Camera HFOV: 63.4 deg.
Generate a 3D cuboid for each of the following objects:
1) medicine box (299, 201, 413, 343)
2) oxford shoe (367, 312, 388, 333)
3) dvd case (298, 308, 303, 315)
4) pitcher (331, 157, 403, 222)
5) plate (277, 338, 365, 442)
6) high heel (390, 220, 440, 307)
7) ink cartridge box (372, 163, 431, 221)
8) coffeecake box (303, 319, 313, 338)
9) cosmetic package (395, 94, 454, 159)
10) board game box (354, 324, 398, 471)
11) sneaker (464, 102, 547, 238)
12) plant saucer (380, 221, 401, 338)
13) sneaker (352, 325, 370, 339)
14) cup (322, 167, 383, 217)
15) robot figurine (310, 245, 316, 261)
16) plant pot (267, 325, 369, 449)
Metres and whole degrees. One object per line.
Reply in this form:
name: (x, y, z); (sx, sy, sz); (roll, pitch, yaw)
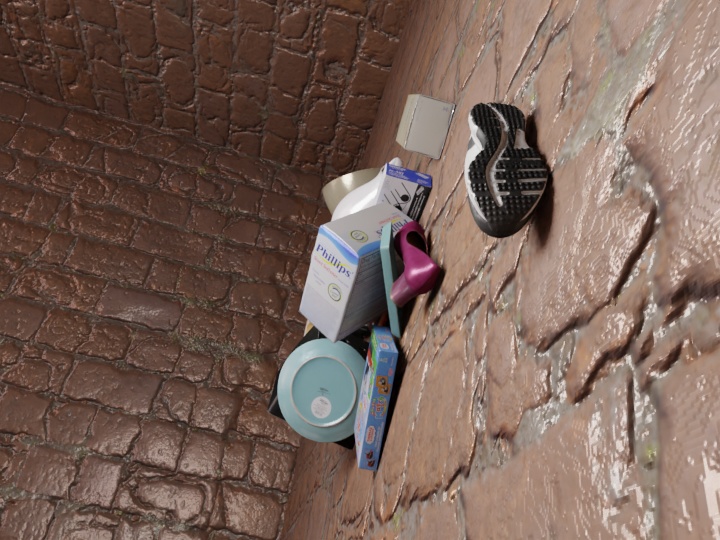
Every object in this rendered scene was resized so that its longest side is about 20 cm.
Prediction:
medicine box: (0.000, 0.000, 1.070); (0.181, 0.102, 0.202); (-25, -37, -44)
oxford shoe: (0.018, 0.091, 1.249); (0.200, 0.071, 0.072); (-99, 25, -76)
dvd case: (-0.055, 0.050, 1.517); (0.201, 0.147, 0.016); (-53, -47, -23)
pitcher: (0.026, -0.145, 1.269); (0.200, 0.120, 0.173); (-46, 16, 31)
plate: (-0.071, 0.237, 1.149); (0.026, 0.196, 0.204); (43, -119, -80)
high heel: (0.100, -0.032, 0.914); (0.096, 0.067, 0.202); (-41, 25, 35)
ink cartridge box: (0.066, -0.106, 1.154); (0.045, 0.092, 0.202); (-83, 9, -49)
coffeecake box: (-0.082, 0.209, 1.565); (0.202, 0.151, 0.074); (-83, 10, -49)
cosmetic package: (0.123, -0.287, 1.148); (0.200, 0.072, 0.105); (-93, 18, -75)
board game box: (0.024, 0.213, 1.005); (0.151, 0.036, 0.204); (-110, 28, -80)
sneaker: (0.139, -0.090, 0.579); (0.202, 0.072, 0.081); (-76, -11, -49)
plant saucer: (0.053, 0.020, 0.986); (0.071, 0.019, 0.203); (-82, -13, -51)
sneaker: (-0.002, 0.118, 1.417); (0.200, 0.073, 0.081); (131, 158, -79)
cup: (0.014, -0.150, 1.458); (0.200, 0.196, 0.146); (127, 132, -76)
robot figurine: (-0.034, 0.000, 1.428); (0.125, 0.200, 0.151); (-42, -27, -6)
plant pot: (-0.068, 0.229, 1.270); (0.180, 0.197, 0.200); (-63, 8, 10)
